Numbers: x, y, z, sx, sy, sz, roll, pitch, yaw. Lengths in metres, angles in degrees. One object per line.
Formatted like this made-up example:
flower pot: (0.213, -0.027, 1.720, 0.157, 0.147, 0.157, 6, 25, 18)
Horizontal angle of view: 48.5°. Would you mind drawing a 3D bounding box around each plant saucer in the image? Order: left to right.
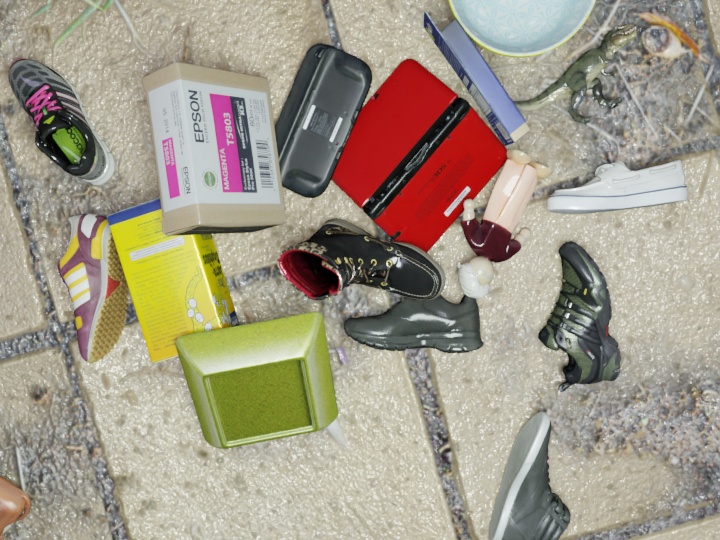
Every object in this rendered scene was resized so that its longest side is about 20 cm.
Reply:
plant saucer: (-0.132, 0.163, 1.071, 0.194, 0.048, 0.204, -10, 126, -4)

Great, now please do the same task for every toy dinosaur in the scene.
toy dinosaur: (0.303, -0.249, 1.089, 0.198, 0.047, 0.089, -35, 79, 4)

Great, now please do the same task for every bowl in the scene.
bowl: (0.204, -0.375, 1.049, 0.194, 0.108, 0.206, 0, 95, 1)

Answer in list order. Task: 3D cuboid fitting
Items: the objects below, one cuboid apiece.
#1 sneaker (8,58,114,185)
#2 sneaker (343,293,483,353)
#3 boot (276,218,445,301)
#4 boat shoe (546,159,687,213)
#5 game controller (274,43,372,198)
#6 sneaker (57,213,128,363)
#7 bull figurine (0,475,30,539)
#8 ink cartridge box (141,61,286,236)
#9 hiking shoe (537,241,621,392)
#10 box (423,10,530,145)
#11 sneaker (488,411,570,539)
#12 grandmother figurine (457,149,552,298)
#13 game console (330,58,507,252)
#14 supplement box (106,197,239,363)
sneaker: (-0.414, -0.206, 1.086, 0.073, 0.087, 0.202, -34, 93, 4)
sneaker: (0.074, 0.068, 1.113, 0.194, 0.076, 0.093, 1, 85, -6)
boot: (0.000, 0.000, 1.037, 0.197, 0.150, 0.075, 27, 115, 19)
boat shoe: (0.347, -0.116, 1.091, 0.194, 0.074, 0.067, -6, 90, -9)
game controller: (-0.060, -0.206, 1.100, 0.102, 0.042, 0.204, 24, 95, 3)
sneaker: (-0.379, 0.024, 1.118, 0.088, 0.075, 0.206, 11, 94, 16)
bull figurine: (-0.570, 0.312, 1.143, 0.198, 0.065, 0.123, 34, 98, 1)
ink cartridge box: (-0.185, -0.153, 1.036, 0.074, 0.163, 0.206, -9, 89, 37)
hiking shoe: (0.291, 0.065, 1.098, 0.098, 0.076, 0.205, -16, 95, -1)
box: (0.151, -0.257, 1.052, 0.032, 0.121, 0.202, -36, 93, 8)
sneaker: (0.256, 0.301, 1.123, 0.097, 0.071, 0.205, 16, 100, -2)
grandmother figurine: (0.185, -0.059, 1.087, 0.119, 0.060, 0.204, 23, 90, -17)
game console: (0.075, -0.154, 1.115, 0.201, 0.119, 0.172, -48, 123, 4)
supplement box: (-0.250, 0.006, 1.089, 0.107, 0.109, 0.205, -16, 94, 3)
